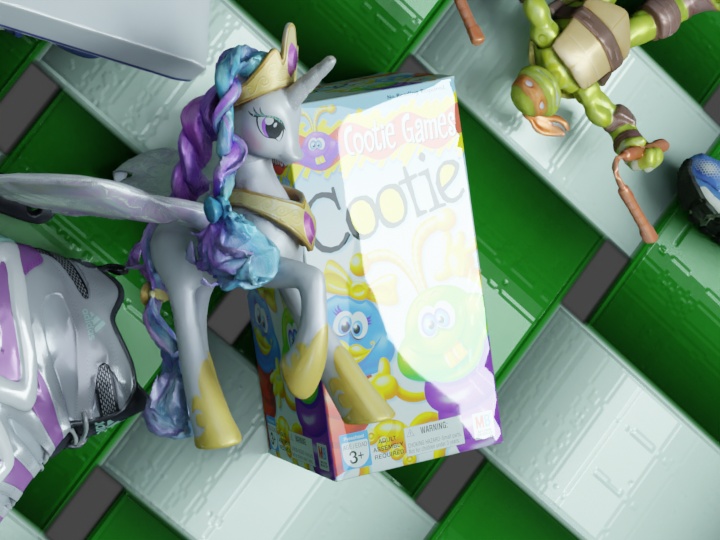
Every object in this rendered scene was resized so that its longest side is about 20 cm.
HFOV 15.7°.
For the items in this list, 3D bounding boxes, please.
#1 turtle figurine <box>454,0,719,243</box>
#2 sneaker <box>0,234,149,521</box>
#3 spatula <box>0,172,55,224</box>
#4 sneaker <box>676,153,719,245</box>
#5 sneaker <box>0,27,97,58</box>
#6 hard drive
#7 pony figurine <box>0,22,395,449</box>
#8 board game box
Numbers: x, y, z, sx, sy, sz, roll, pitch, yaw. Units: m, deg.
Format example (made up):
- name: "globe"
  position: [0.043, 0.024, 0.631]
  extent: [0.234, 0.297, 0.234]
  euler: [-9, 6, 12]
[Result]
- name: "turtle figurine"
  position: [0.140, -0.127, 1.492]
  extent: [0.161, 0.064, 0.200]
  euler: [-42, 99, -22]
- name: "sneaker"
  position: [-0.163, 0.087, 1.379]
  extent: [0.139, 0.078, 0.202]
  euler: [9, 91, -22]
- name: "spatula"
  position: [-0.250, -0.063, 1.361]
  extent: [0.199, 0.021, 0.057]
  euler: [19, 100, -25]
- name: "sneaker"
  position: [0.281, -0.038, 1.539]
  extent: [0.199, 0.079, 0.090]
  euler: [16, 87, -10]
- name: "sneaker"
  position: [-0.219, -0.153, 1.351]
  extent: [0.199, 0.075, 0.088]
  euler: [29, 101, -20]
- name: "hard drive"
  position: [-0.135, -0.207, 1.344]
  extent: [0.131, 0.025, 0.201]
  euler: [15, 64, -28]
- name: "pony figurine"
  position: [-0.080, -0.015, 1.317]
  extent: [0.166, 0.192, 0.202]
  euler: [-18, 100, -56]
- name: "board game box"
  position: [0.000, 0.000, 1.424]
  extent: [0.104, 0.103, 0.202]
  euler: [-12, 99, -21]
